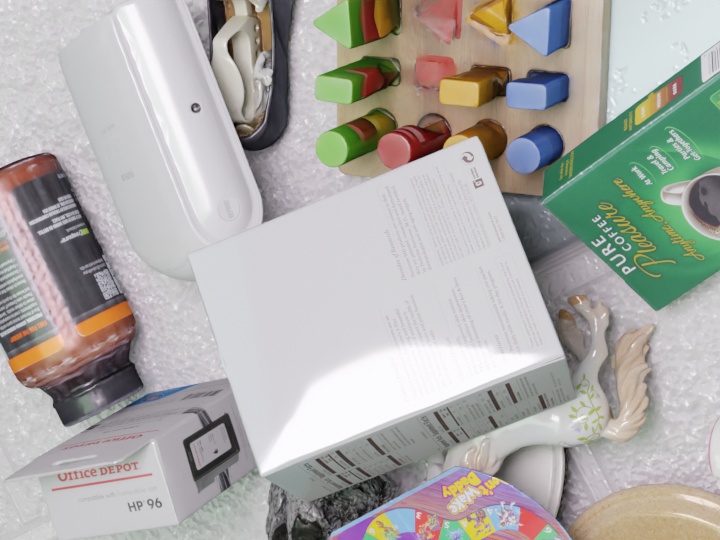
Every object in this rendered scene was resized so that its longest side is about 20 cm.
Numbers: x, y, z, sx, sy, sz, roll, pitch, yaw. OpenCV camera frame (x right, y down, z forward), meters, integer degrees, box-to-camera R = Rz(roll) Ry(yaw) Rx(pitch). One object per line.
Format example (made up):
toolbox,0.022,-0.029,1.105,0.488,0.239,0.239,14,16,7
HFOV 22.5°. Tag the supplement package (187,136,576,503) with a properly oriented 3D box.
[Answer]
supplement package,0.018,0.038,1.171,0.198,0.151,0.153,-22,74,4

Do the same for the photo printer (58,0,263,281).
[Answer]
photo printer,-0.143,-0.089,1.316,0.166,0.069,0.202,-9,103,66

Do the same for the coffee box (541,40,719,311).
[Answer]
coffee box,0.226,-0.070,1.157,0.123,0.044,0.200,38,123,-22

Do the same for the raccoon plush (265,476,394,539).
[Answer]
raccoon plush,0.009,0.147,1.343,0.133,0.097,0.202,9,86,-15

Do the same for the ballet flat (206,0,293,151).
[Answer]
ballet flat,-0.084,-0.183,1.298,0.072,0.073,0.202,6,107,25

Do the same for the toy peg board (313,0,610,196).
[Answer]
toy peg board,0.058,-0.147,1.219,0.197,0.098,0.202,8,108,25

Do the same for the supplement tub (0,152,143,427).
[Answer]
supplement tub,-0.243,0.018,1.414,0.106,0.107,0.201,-25,91,30

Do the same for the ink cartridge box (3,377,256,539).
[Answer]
ink cartridge box,-0.159,0.145,1.352,0.115,0.200,0.068,-13,98,29

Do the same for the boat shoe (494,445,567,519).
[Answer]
boat shoe,0.109,0.203,1.311,0.073,0.060,0.202,17,97,32

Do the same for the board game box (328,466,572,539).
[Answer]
board game box,0.061,0.229,1.245,0.199,0.039,0.159,-31,98,30

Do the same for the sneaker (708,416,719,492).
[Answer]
sneaker,0.306,0.172,1.172,0.087,0.074,0.201,-21,105,51

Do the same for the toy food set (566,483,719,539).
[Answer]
toy food set,0.227,0.240,1.266,0.196,0.049,0.202,0,106,25

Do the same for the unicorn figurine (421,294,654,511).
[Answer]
unicorn figurine,0.103,0.094,1.250,0.198,0.074,0.139,-10,74,26
